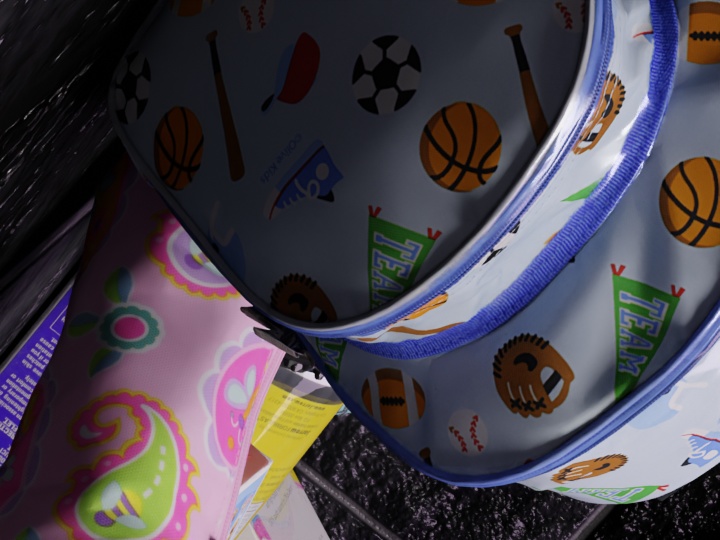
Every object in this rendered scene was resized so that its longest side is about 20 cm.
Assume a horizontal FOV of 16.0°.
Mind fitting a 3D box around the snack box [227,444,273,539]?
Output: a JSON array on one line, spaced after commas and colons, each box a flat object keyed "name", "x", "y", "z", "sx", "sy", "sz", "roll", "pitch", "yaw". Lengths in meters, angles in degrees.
[{"name": "snack box", "x": -0.103, "y": 0.132, "z": 0.991, "sx": 0.200, "sy": 0.024, "sz": 0.072, "roll": -36, "pitch": 158, "yaw": -54}]

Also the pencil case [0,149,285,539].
[{"name": "pencil case", "x": -0.066, "y": 0.049, "z": 0.783, "sx": 0.087, "sy": 0.087, "sz": 0.200, "roll": -52, "pitch": -164, "yaw": 48}]

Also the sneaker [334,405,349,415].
[{"name": "sneaker", "x": -0.022, "y": 0.008, "z": 1.268, "sx": 0.200, "sy": 0.086, "sz": 0.078, "roll": -83, "pitch": -179, "yaw": -51}]

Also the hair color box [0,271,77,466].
[{"name": "hair color box", "x": -0.123, "y": 0.073, "z": 0.992, "sx": 0.200, "sy": 0.065, "sz": 0.109, "roll": -50, "pitch": 178, "yaw": -7}]

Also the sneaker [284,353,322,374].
[{"name": "sneaker", "x": 0.005, "y": -0.013, "z": 0.882, "sx": 0.200, "sy": 0.091, "sz": 0.076, "roll": -23, "pitch": 165, "yaw": 37}]

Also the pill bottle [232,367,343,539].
[{"name": "pill bottle", "x": -0.095, "y": 0.080, "z": 1.133, "sx": 0.200, "sy": 0.112, "sz": 0.112, "roll": -52, "pitch": 179, "yaw": 15}]

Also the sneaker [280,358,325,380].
[{"name": "sneaker", "x": 0.000, "y": 0.000, "z": 1.008, "sx": 0.200, "sy": 0.072, "sz": 0.073, "roll": -86, "pitch": -170, "yaw": -76}]

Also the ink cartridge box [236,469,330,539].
[{"name": "ink cartridge box", "x": -0.095, "y": 0.139, "z": 1.266, "sx": 0.125, "sy": 0.200, "sz": 0.129, "roll": -27, "pitch": -176, "yaw": 9}]

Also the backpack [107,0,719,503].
[{"name": "backpack", "x": 0.044, "y": -0.038, "z": 0.677, "sx": 0.154, "sy": 0.191, "sz": 0.200, "roll": 1, "pitch": 131, "yaw": -55}]
